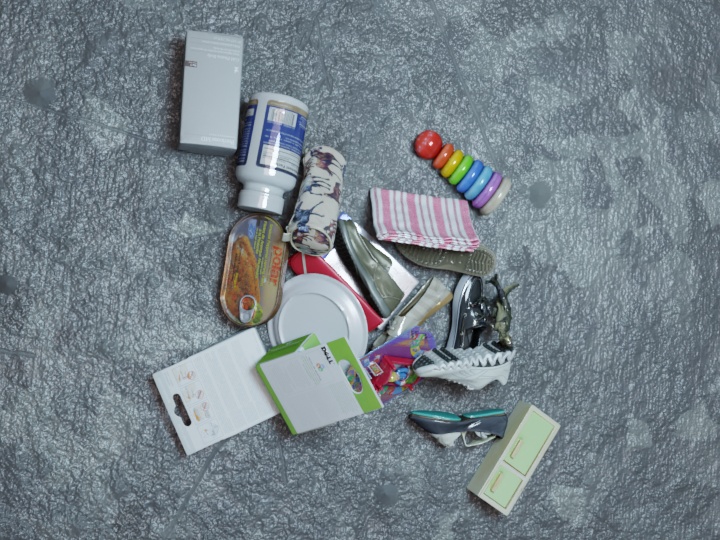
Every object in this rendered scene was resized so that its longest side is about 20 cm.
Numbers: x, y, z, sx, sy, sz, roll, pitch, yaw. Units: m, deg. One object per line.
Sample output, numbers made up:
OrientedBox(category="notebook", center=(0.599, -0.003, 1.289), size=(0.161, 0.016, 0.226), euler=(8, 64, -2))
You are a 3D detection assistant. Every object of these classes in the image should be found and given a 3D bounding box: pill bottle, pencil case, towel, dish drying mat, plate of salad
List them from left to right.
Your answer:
OrientedBox(category="pill bottle", center=(-0.162, -0.205, 1.425), size=(0.109, 0.111, 0.203), euler=(11, 86, -12))
OrientedBox(category="pencil case", center=(-0.079, -0.128, 1.422), size=(0.088, 0.078, 0.202), euler=(17, 56, -14))
OrientedBox(category="plate of salad", center=(-0.076, 0.103, 1.439), size=(0.197, 0.048, 0.203), euler=(5, 103, 20))
OrientedBox(category="dish drying mat", center=(-0.048, 0.039, 1.458), size=(0.200, 0.077, 0.018), euler=(47, 43, -9))
OrientedBox(category="towel", center=(0.117, -0.100, 1.479), size=(0.197, 0.147, 0.030), euler=(7, 128, -13))

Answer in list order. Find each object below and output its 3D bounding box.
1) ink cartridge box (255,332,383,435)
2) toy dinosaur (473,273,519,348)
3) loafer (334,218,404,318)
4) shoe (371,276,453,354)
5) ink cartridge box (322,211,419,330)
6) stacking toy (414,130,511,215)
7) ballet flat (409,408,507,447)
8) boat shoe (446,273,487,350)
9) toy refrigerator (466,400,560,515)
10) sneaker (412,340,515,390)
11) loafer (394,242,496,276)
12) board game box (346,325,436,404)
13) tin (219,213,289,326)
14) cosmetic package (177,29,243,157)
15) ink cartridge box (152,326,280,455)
OrientedBox(category="ink cartridge box", center=(-0.060, 0.185, 1.380), size=(0.198, 0.076, 0.149), euler=(-21, 104, 29))
OrientedBox(category="toy dinosaur", center=(0.259, 0.063, 1.496), size=(0.088, 0.047, 0.201), euler=(47, 35, -21))
OrientedBox(category="loafer", center=(0.017, -0.012, 1.446), size=(0.069, 0.075, 0.202), euler=(-32, 106, -15))
OrientedBox(category="shoe", center=(0.088, 0.088, 1.496), size=(0.200, 0.070, 0.054), euler=(-41, 106, -20))
OrientedBox(category="ink cartridge box", center=(0.000, 0.000, 1.493), size=(0.200, 0.042, 0.120), euler=(43, 81, -10))
OrientedBox(category="stacking toy", center=(0.188, -0.196, 1.524), size=(0.199, 0.085, 0.086), euler=(37, 81, -6))
OrientedBox(category="ballet flat", center=(0.188, 0.300, 1.514), size=(0.197, 0.073, 0.074), euler=(2, 88, -15))
OrientedBox(category="boat shoe", center=(0.209, 0.104, 1.512), size=(0.069, 0.066, 0.203), euler=(17, 86, -44))
OrientedBox(category="toy refrigerator", center=(0.295, 0.359, 1.534), size=(0.076, 0.070, 0.201), euler=(36, 82, -10))
OrientedBox(category="sneaker", center=(0.189, 0.181, 1.449), size=(0.197, 0.075, 0.082), euler=(-3, 109, -17))
OrientedBox(category="loafer", center=(0.159, -0.038, 1.518), size=(0.197, 0.068, 0.077), euler=(20, 100, 5))
OrientedBox(category="board game box", center=(0.065, 0.194, 1.453), size=(0.198, 0.039, 0.159), euler=(-28, 136, -13))
OrientedBox(category="tin", center=(-0.187, 0.000, 1.431), size=(0.110, 0.042, 0.203), euler=(8, 86, 17))
OrientedBox(category="cosmetic package", center=(-0.267, -0.310, 1.418), size=(0.105, 0.090, 0.203), euler=(2, 85, -16))
OrientedBox(category="ink cartridge box", center=(-0.248, 0.214, 1.431), size=(0.198, 0.047, 0.162), euler=(-24, 94, -9))
